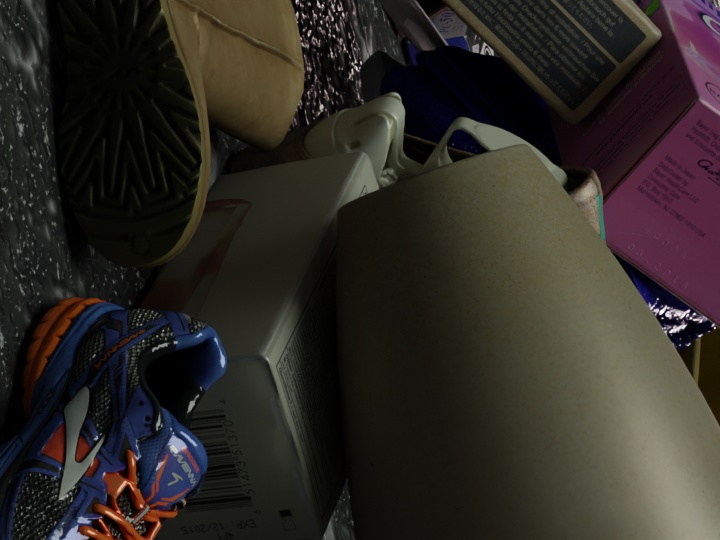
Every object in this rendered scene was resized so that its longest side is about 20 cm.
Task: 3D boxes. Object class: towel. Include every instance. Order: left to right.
[{"bbox_3d":[0.111,-0.041,1.353,0.200,0.050,0.147,53,26,19],"label":"towel"}]

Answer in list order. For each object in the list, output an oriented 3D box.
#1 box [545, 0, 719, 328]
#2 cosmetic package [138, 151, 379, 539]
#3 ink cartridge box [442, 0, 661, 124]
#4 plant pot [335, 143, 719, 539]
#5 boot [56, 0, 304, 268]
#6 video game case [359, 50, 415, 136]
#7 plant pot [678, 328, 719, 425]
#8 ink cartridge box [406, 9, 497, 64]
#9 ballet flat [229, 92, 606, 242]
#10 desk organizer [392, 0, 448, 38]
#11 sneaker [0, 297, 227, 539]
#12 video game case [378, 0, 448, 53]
[{"bbox_3d":[0.202,-0.057,1.353,0.176,0.097,0.200,34,22,-20],"label":"box"},{"bbox_3d":[-0.045,0.036,1.158,0.200,0.087,0.104,-63,141,-59],"label":"cosmetic package"},{"bbox_3d":[0.066,-0.184,1.354,0.165,0.075,0.200,43,9,-23],"label":"ink cartridge box"},{"bbox_3d":[0.064,0.052,1.107,0.201,0.186,0.187,71,18,3],"label":"plant pot"},{"bbox_3d":[-0.074,-0.080,1.155,0.200,0.066,0.176,18,66,-72],"label":"boot"},{"bbox_3d":[0.083,-0.021,1.363,0.182,0.022,0.200,32,27,-27],"label":"video game case"},{"bbox_3d":[0.131,0.100,1.495,0.196,0.199,0.195,-78,154,-44],"label":"plant pot"},{"bbox_3d":[0.078,-0.167,1.692,0.200,0.044,0.094,-71,150,-55],"label":"ink cartridge box"},{"bbox_3d":[0.031,-0.052,1.241,0.068,0.199,0.068,-65,166,-52],"label":"ballet flat"},{"bbox_3d":[0.030,-0.241,1.531,0.200,0.071,0.077,61,30,-49],"label":"desk organizer"},{"bbox_3d":[-0.103,0.084,0.975,0.076,0.078,0.201,64,25,-43],"label":"sneaker"},{"bbox_3d":[0.007,-0.175,1.406,0.143,0.018,0.200,56,5,26],"label":"video game case"}]
